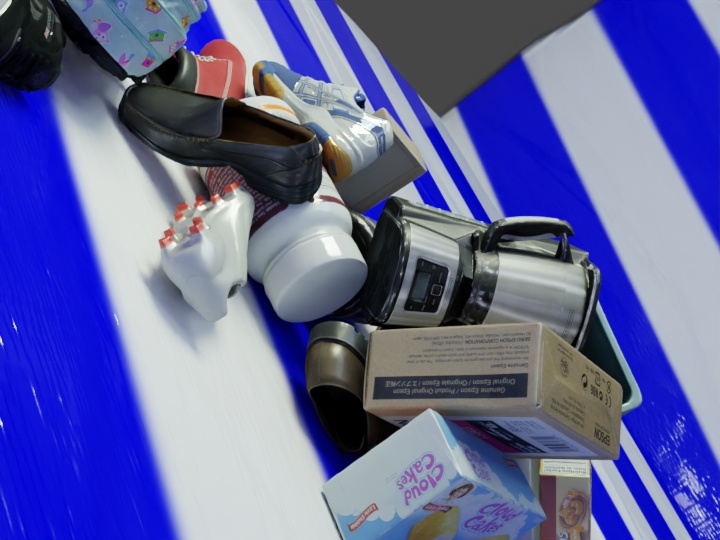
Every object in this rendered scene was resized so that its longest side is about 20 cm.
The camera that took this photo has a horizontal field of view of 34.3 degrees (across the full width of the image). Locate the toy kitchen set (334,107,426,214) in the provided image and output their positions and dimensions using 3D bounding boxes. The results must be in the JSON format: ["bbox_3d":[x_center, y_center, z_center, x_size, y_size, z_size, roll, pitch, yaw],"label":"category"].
[{"bbox_3d":[-0.019,-0.127,1.352,0.163,0.179,0.201,44,21,-42],"label":"toy kitchen set"}]

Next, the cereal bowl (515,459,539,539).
[{"bbox_3d":[0.146,0.214,1.228,0.200,0.082,0.203,0,90,-79],"label":"cereal bowl"}]

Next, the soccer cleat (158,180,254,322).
[{"bbox_3d":[-0.124,-0.018,0.979,0.200,0.069,0.078,-78,147,-72],"label":"soccer cleat"}]

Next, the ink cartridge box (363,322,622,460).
[{"bbox_3d":[0.121,0.112,1.025,0.200,0.163,0.076,32,58,-52],"label":"ink cartridge box"}]

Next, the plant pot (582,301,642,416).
[{"bbox_3d":[0.214,0.140,1.493,0.200,0.194,0.198,90,-20,-68],"label":"plant pot"}]

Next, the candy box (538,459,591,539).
[{"bbox_3d":[0.223,0.225,1.265,0.200,0.055,0.117,-62,150,-69],"label":"candy box"}]

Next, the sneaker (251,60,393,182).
[{"bbox_3d":[-0.041,-0.165,1.227,0.200,0.087,0.076,47,-26,37],"label":"sneaker"}]

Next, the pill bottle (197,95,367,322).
[{"bbox_3d":[-0.076,-0.058,1.122,0.114,0.114,0.201,33,26,-59],"label":"pill bottle"}]

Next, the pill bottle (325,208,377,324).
[{"bbox_3d":[0.000,0.000,1.258,0.113,0.111,0.200,58,14,15],"label":"pill bottle"}]

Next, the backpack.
[{"bbox_3d":[-0.215,-0.248,1.027,0.167,0.127,0.200,43,4,-24],"label":"backpack"}]

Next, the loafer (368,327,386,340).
[{"bbox_3d":[0.063,0.041,1.207,0.071,0.201,0.063,25,-12,34],"label":"loafer"}]

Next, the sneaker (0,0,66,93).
[{"bbox_3d":[-0.253,-0.170,0.862,0.088,0.075,0.201,55,11,-24],"label":"sneaker"}]

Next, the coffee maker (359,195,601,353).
[{"bbox_3d":[0.102,0.016,1.118,0.198,0.136,0.192,15,-12,-10],"label":"coffee maker"}]

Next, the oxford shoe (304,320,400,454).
[{"bbox_3d":[0.005,0.142,1.058,0.200,0.072,0.085,50,37,-33],"label":"oxford shoe"}]

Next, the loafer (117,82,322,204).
[{"bbox_3d":[-0.123,-0.131,1.047,0.198,0.073,0.073,19,54,3],"label":"loafer"}]

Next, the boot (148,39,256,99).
[{"bbox_3d":[-0.180,-0.224,1.274,0.144,0.072,0.201,43,21,-36],"label":"boot"}]

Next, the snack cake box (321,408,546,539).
[{"bbox_3d":[0.068,0.198,0.997,0.200,0.114,0.068,35,23,-55],"label":"snack cake box"}]
